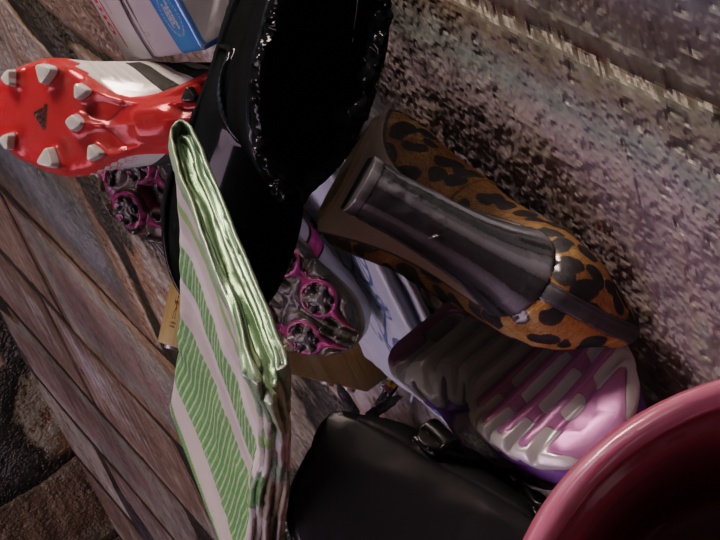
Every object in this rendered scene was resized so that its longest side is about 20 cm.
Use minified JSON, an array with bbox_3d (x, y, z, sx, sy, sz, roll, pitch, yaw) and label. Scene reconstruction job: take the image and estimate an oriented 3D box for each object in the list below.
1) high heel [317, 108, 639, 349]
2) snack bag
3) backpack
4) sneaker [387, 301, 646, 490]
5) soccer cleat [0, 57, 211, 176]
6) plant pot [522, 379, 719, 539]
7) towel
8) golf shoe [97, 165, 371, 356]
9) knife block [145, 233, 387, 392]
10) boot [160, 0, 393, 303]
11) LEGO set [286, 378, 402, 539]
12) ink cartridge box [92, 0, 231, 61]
[{"bbox_3d":[0.055,-0.013,0.789,0.143,0.071,0.200,29,-173,-7],"label":"high heel"},{"bbox_3d":[0.000,0.000,0.988,0.189,0.021,0.200,62,170,-17],"label":"snack bag"},{"bbox_3d":[0.045,0.156,0.813,0.163,0.154,0.200,30,-177,11],"label":"backpack"},{"bbox_3d":[0.089,0.070,0.801,0.088,0.080,0.200,56,169,-18],"label":"sneaker"},{"bbox_3d":[-0.121,-0.089,0.945,0.200,0.085,0.069,0,93,24],"label":"soccer cleat"},{"bbox_3d":[0.147,0.138,0.584,0.200,0.200,0.179,54,179,10],"label":"plant pot"},{"bbox_3d":[-0.063,0.055,0.751,0.200,0.023,0.153,94,158,-49],"label":"towel"},{"bbox_3d":[-0.061,-0.026,0.987,0.200,0.092,0.073,39,126,23],"label":"golf shoe"},{"bbox_3d":[-0.066,-0.022,1.106,0.064,0.200,0.176,-173,97,-70],"label":"knife block"},{"bbox_3d":[-0.040,-0.059,0.769,0.162,0.073,0.198,-140,64,-74],"label":"boot"},{"bbox_3d":[0.010,0.179,1.059,0.200,0.154,0.116,52,180,28],"label":"LEGO set"},{"bbox_3d":[-0.117,-0.183,0.922,0.116,0.068,0.200,62,163,-14],"label":"ink cartridge box"}]
